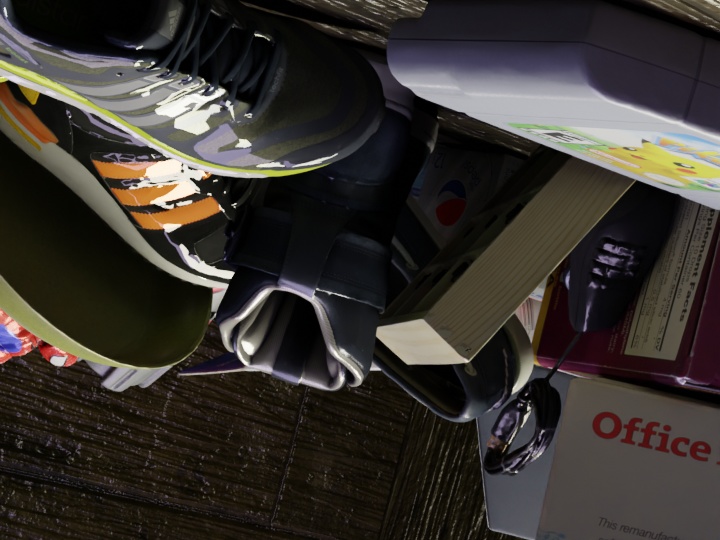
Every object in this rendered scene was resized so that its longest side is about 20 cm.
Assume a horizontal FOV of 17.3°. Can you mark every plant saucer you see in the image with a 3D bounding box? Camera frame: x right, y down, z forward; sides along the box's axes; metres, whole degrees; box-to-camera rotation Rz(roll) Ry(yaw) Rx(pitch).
[{"bbox_3d":[-0.149,-0.035,1.140,0.031,0.201,0.200,-33,150,26],"label":"plant saucer"}]

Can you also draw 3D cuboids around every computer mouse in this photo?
[{"bbox_3d":[0.095,0.024,1.134,0.034,0.201,0.059,14,-146,-16],"label":"computer mouse"}]

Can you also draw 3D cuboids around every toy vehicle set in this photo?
[{"bbox_3d":[0.065,-0.012,1.052,0.027,0.124,0.200,43,174,-3],"label":"toy vehicle set"}]

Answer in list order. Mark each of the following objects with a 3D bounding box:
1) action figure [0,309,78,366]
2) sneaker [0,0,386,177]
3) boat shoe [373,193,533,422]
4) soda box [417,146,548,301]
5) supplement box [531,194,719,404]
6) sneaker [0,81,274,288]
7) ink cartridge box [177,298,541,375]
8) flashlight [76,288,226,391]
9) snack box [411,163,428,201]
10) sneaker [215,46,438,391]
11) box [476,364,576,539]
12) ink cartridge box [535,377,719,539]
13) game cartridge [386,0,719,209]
[{"bbox_3d":[-0.192,0.007,1.177,0.052,0.066,0.200,28,171,28],"label":"action figure"},{"bbox_3d":[-0.077,-0.086,0.929,0.199,0.074,0.081,15,173,-23],"label":"sneaker"},{"bbox_3d":[0.000,0.000,1.210,0.200,0.075,0.062,48,-143,10],"label":"boat shoe"},{"bbox_3d":[0.124,-0.009,1.291,0.199,0.064,0.068,18,175,-35],"label":"soda box"},{"bbox_3d":[0.181,0.016,1.146,0.130,0.104,0.200,16,176,-17],"label":"supplement box"},{"bbox_3d":[-0.086,-0.057,1.117,0.200,0.070,0.090,37,146,-30],"label":"sneaker"},{"bbox_3d":[0.024,0.023,1.399,0.199,0.047,0.197,1,-169,27],"label":"ink cartridge box"},{"bbox_3d":[-0.083,-0.010,1.315,0.068,0.200,0.068,45,-146,-5],"label":"flashlight"},{"bbox_3d":[0.021,-0.041,1.420,0.116,0.037,0.200,14,176,-11],"label":"snack box"},{"bbox_3d":[-0.015,-0.019,1.105,0.076,0.147,0.202,12,177,6],"label":"sneaker"},{"bbox_3d":[0.204,0.090,1.412,0.198,0.124,0.199,-18,-162,-41],"label":"box"},{"bbox_3d":[0.159,0.165,1.109,0.146,0.201,0.146,12,177,18],"label":"ink cartridge box"},{"bbox_3d":[0.123,-0.055,0.876,0.199,0.041,0.133,17,172,-35],"label":"game cartridge"}]
